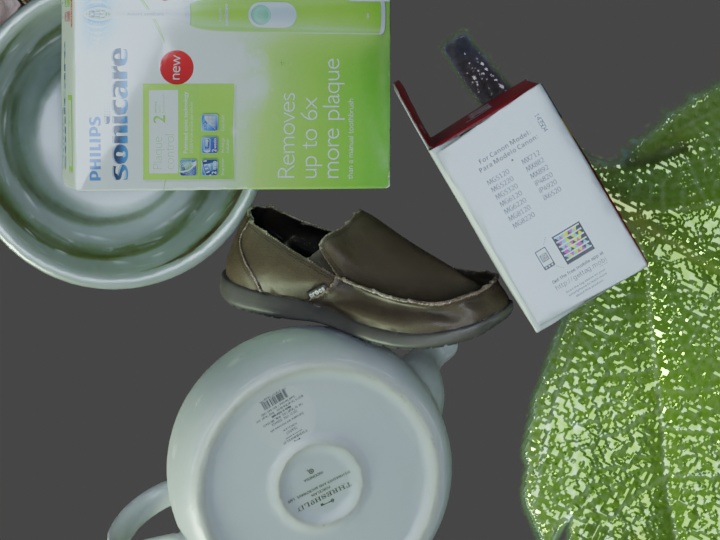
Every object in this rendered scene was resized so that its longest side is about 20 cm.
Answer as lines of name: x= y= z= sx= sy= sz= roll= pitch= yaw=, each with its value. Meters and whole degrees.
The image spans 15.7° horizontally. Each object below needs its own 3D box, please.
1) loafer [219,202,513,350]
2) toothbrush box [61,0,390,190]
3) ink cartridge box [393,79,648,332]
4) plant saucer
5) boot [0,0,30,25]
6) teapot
loafer: x=0.000 y=0.000 z=1.659 sx=0.199 sy=0.073 sz=0.071 roll=9 pitch=112 yaw=21
toothbrush box: x=-0.085 y=-0.124 z=1.641 sx=0.199 sy=0.086 sz=0.146 roll=0 pitch=94 yaw=-11
ink cartridge box: x=0.098 y=-0.064 z=1.667 sx=0.084 sy=0.200 sz=0.176 roll=-31 pitch=94 yaw=3
plant saucer: x=-0.161 y=-0.089 z=1.696 sx=0.199 sy=0.050 sz=0.201 roll=-1 pitch=94 yaw=-12
boot: x=-0.169 y=-0.179 z=1.739 sx=0.200 sy=0.064 sz=0.186 roll=42 pitch=94 yaw=-5
teapot: x=-0.043 y=0.122 z=1.713 sx=0.199 sy=0.146 sz=0.198 roll=15 pitch=98 yaw=-16
